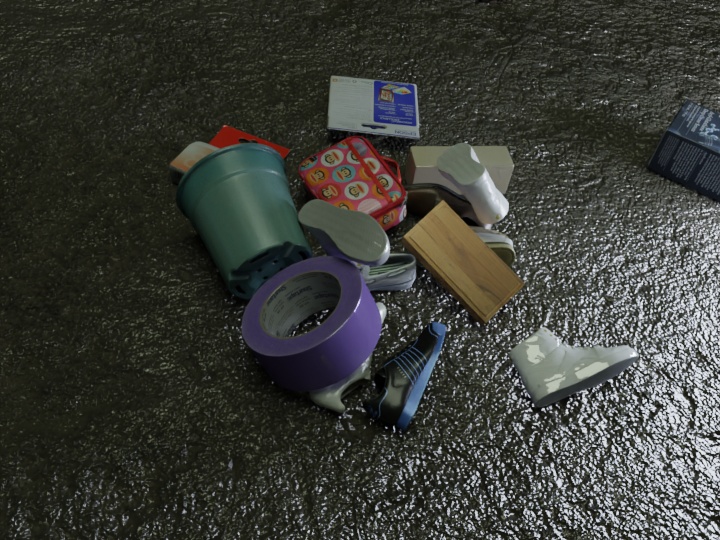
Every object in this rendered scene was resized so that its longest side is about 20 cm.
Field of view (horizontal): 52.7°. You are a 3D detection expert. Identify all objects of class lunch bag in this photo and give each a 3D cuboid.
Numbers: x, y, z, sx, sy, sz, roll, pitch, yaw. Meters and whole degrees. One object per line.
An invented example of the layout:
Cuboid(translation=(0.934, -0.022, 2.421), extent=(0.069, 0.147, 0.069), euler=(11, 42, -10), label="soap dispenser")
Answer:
Cuboid(translation=(-0.003, -0.153, 1.351), extent=(0.175, 0.082, 0.200), euler=(-28, 57, -10), label="lunch bag")

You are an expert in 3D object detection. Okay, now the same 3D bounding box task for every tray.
Cuboid(translation=(0.174, -0.014, 1.242), extent=(0.099, 0.037, 0.200), euler=(-42, 85, -12), label="tray")

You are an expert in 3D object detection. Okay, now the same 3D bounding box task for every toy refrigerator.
Cuboid(translation=(0.194, -0.201, 1.450), extent=(0.199, 0.076, 0.070), euler=(-3, 49, -9), label="toy refrigerator")

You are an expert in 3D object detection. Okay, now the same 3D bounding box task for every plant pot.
Cuboid(translation=(-0.183, -0.072, 1.216), extent=(0.199, 0.201, 0.197), euler=(-16, 60, -21), label="plant pot")

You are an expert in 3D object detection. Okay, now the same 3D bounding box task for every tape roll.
Cuboid(translation=(-0.074, 0.077, 1.103), extent=(0.199, 0.085, 0.201), euler=(-17, 38, 14), label="tape roll")

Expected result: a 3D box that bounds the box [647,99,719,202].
Cuboid(translation=(0.743, -0.250, 1.547), extent=(0.199, 0.107, 0.148), euler=(30, 51, 17), label="box")

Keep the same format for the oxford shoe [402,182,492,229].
Cuboid(translation=(0.152, -0.109, 1.364), extent=(0.199, 0.073, 0.085), euler=(14, 50, 5), label="oxford shoe")

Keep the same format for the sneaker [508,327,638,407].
Cuboid(translation=(0.337, 0.131, 1.164), extent=(0.199, 0.074, 0.116), euler=(-15, 55, -19), label="sneaker")

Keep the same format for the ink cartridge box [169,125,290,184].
Cuboid(translation=(-0.250, -0.220, 1.423), extent=(0.161, 0.050, 0.200), euler=(22, 52, 11), label="ink cartridge box")

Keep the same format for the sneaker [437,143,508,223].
Cuboid(translation=(0.203, -0.151, 1.316), extent=(0.073, 0.116, 0.200), euler=(-32, 27, 10), label="sneaker")

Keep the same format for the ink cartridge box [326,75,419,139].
Cuboid(translation=(0.026, -0.342, 1.576), extent=(0.196, 0.047, 0.201), euler=(6, 50, -5), label="ink cartridge box")

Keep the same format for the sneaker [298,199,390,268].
Cuboid(translation=(-0.005, -0.039, 1.160), extent=(0.074, 0.116, 0.200), euler=(-47, 45, -10), label="sneaker")

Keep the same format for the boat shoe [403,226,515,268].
Cuboid(translation=(0.175, -0.042, 1.314), extent=(0.199, 0.075, 0.069), euler=(7, 35, -4), label="boat shoe")

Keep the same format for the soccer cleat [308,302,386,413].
Cuboid(translation=(-0.006, 0.135, 1.133), extent=(0.077, 0.069, 0.200), euler=(31, 58, 13), label="soccer cleat")

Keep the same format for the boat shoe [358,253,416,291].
Cuboid(translation=(0.000, 0.000, 1.248), extent=(0.199, 0.067, 0.074), euler=(-10, 50, -16), label="boat shoe")

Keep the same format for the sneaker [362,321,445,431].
Cuboid(translation=(0.071, 0.148, 1.124), extent=(0.078, 0.070, 0.200), euler=(25, 50, 5), label="sneaker")
